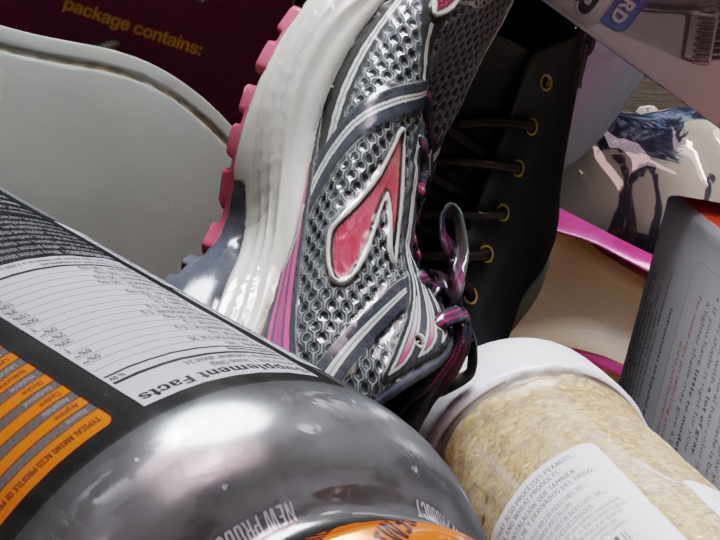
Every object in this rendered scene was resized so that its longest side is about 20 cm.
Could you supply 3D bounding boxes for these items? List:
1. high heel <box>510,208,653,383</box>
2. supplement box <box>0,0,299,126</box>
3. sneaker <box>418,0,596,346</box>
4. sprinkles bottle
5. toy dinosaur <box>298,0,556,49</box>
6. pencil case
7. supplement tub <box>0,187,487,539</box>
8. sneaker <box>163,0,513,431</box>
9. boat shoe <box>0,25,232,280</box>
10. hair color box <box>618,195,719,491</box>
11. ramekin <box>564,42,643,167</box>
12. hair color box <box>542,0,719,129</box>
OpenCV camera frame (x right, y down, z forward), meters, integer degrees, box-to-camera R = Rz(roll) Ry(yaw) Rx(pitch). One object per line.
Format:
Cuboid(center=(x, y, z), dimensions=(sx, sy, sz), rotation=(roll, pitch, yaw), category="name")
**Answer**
Cuboid(center=(0.074, 0.020, 0.925), dimensions=(0.199, 0.068, 0.096), rotation=(24, 2, -11), category="high heel")
Cuboid(center=(-0.053, -0.126, 0.825), dimensions=(0.085, 0.201, 0.110), rotation=(17, 16, -13), category="supplement box")
Cuboid(center=(0.012, -0.009, 0.820), dimensions=(0.074, 0.107, 0.200), rotation=(16, 34, 9), category="sneaker")
Cuboid(center=(0.068, 0.079, 0.681), dimensions=(0.068, 0.069, 0.200), rotation=(7, 16, -20), category="sprinkles bottle")
Cuboid(center=(0.051, -0.158, 0.944), dimensions=(0.199, 0.106, 0.182), rotation=(-3, 32, -9), category="toy dinosaur")
Cuboid(center=(0.042, -0.037, 1.079), dimensions=(0.199, 0.078, 0.090), rotation=(9, 47, -13), category="pencil case")
Cuboid(center=(-0.058, 0.060, 0.534), dimensions=(0.122, 0.123, 0.200), rotation=(0, 20, -41), category="supplement tub")
Cuboid(center=(0.000, 0.000, 0.737), dimensions=(0.074, 0.201, 0.081), rotation=(15, -23, 17), category="sneaker")
Cuboid(center=(-0.101, -0.024, 0.743), dimensions=(0.062, 0.075, 0.199), rotation=(-4, -15, 42), category="boat shoe")
Cuboid(center=(0.131, 0.057, 0.754), dimensions=(0.061, 0.102, 0.200), rotation=(9, 16, -18), category="hair color box")
Cuboid(center=(0.026, -0.122, 1.026), dimensions=(0.199, 0.098, 0.201), rotation=(10, 47, -11), category="ramekin")
Cuboid(center=(0.111, -0.103, 0.807), dimensions=(0.199, 0.110, 0.065), rotation=(33, 12, -13), category="hair color box")
